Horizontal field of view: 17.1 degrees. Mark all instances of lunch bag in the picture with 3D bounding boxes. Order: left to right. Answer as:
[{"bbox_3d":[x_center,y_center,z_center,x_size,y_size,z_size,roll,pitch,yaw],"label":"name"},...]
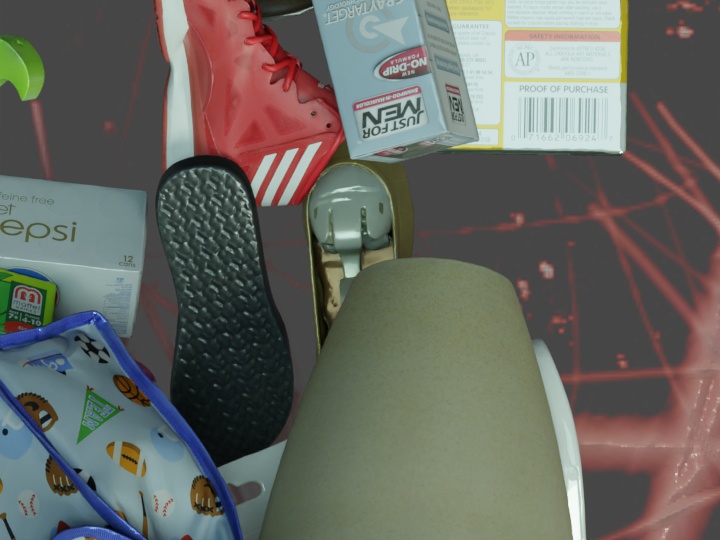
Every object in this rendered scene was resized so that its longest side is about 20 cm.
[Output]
[{"bbox_3d":[-0.160,0.155,1.325,0.200,0.124,0.170,49,127,18],"label":"lunch bag"}]

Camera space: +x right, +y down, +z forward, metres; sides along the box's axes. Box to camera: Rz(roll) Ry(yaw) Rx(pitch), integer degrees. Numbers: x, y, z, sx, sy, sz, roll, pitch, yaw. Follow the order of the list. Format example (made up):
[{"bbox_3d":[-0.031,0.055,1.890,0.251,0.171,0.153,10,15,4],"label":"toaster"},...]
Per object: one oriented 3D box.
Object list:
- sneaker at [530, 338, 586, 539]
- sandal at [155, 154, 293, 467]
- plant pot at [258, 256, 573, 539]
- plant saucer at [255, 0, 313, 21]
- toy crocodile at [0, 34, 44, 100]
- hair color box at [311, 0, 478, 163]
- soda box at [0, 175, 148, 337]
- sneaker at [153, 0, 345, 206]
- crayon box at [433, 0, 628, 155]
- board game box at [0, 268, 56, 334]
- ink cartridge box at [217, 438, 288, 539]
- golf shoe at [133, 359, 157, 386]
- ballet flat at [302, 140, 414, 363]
[{"bbox_3d":[0.081,0.144,1.422,0.099,0.071,0.201,-5,95,-1],"label":"sneaker"},{"bbox_3d":[-0.079,0.023,1.430,0.075,0.048,0.201,-2,114,3],"label":"sandal"},{"bbox_3d":[0.036,0.101,1.334,0.186,0.187,0.201,4,71,4],"label":"plant pot"},{"bbox_3d":[-0.062,-0.250,1.440,0.199,0.032,0.201,1,94,9],"label":"plant saucer"},{"bbox_3d":[-0.284,-0.087,1.445,0.200,0.068,0.062,-30,88,3],"label":"toy crocodile"},{"bbox_3d":[0.008,-0.165,1.362,0.060,0.099,0.201,-15,87,13],"label":"hair color box"},{"bbox_3d":[-0.228,-0.014,1.416,0.199,0.064,0.068,7,48,-7],"label":"soda box"},{"bbox_3d":[-0.055,-0.131,1.395,0.115,0.078,0.201,5,116,11],"label":"sneaker"},{"bbox_3d":[0.097,-0.169,1.427,0.125,0.052,0.201,1,92,4],"label":"crayon box"},{"bbox_3d":[-0.286,0.029,1.375,0.199,0.048,0.102,16,135,-16],"label":"board game box"},{"bbox_3d":[-0.056,0.211,1.419,0.117,0.067,0.201,-20,89,-19],"label":"ink cartridge box"},{"bbox_3d":[-0.171,0.148,1.450,0.091,0.075,0.201,7,95,29],"label":"golf shoe"},{"bbox_3d":[0.000,0.000,1.430,0.068,0.063,0.201,-6,90,6],"label":"ballet flat"}]
